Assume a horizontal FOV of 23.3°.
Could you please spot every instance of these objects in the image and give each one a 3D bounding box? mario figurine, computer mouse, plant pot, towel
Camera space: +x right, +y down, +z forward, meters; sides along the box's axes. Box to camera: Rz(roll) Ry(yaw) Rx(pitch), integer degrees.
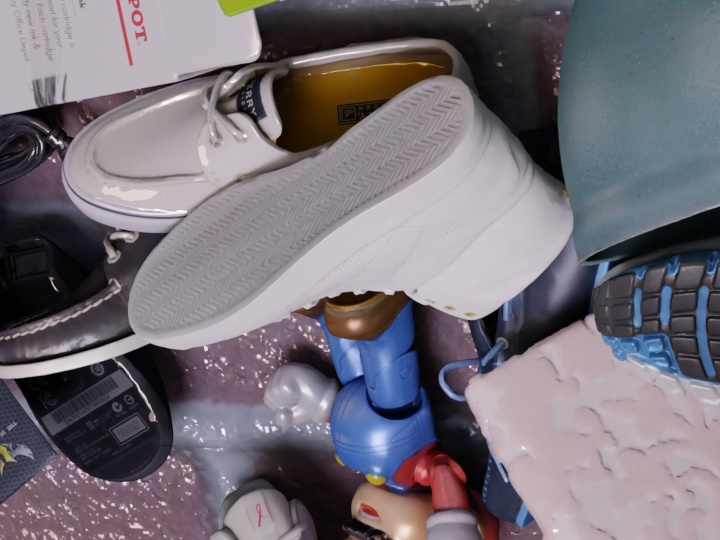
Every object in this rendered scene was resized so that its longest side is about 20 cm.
[{"bbox_3d":[0.005,0.100,0.887,0.105,0.124,0.201,-15,110,9],"label":"mario figurine"},{"bbox_3d":[-0.147,0.007,0.925,0.140,0.046,0.200,-37,97,28],"label":"computer mouse"},{"bbox_3d":[0.163,-0.095,0.687,0.199,0.200,0.135,-18,85,28],"label":"plant pot"},{"bbox_3d":[0.172,0.089,0.756,0.190,0.032,0.201,-28,67,-5],"label":"towel"}]

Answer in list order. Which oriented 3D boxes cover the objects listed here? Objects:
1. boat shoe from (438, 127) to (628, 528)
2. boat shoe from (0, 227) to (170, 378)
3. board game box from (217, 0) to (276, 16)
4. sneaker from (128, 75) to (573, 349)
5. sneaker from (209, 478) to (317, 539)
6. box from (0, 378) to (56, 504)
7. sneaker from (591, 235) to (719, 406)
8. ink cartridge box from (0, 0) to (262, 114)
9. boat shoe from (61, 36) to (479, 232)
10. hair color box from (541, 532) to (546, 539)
[{"bbox_3d":[0.085,0.025,0.848,0.068,0.084,0.201,18,107,17],"label":"boat shoe"},{"bbox_3d":[-0.089,-0.004,0.850,0.199,0.074,0.061,-20,103,-4],"label":"boat shoe"},{"bbox_3d":[0.015,-0.169,0.674,0.101,0.200,0.048,-14,114,26],"label":"board game box"},{"bbox_3d":[0.000,0.000,0.785,0.199,0.074,0.115,-26,140,28],"label":"sneaker"},{"bbox_3d":[-0.044,0.168,0.911,0.077,0.200,0.100,-20,107,-14],"label":"sneaker"},{"bbox_3d":[-0.252,0.038,0.917,0.200,0.051,0.158,7,132,60],"label":"box"},{"bbox_3d":[0.199,0.003,0.745,0.198,0.087,0.075,-4,124,12],"label":"sneaker"},{"bbox_3d":[-0.130,-0.138,0.808,0.199,0.067,0.117,-7,99,23],"label":"ink cartridge box"},{"bbox_3d":[-0.045,-0.068,0.798,0.198,0.071,0.070,-8,159,5],"label":"boat shoe"},{"bbox_3d":[0.131,0.201,0.831,0.110,0.064,0.201,12,117,13],"label":"hair color box"}]
